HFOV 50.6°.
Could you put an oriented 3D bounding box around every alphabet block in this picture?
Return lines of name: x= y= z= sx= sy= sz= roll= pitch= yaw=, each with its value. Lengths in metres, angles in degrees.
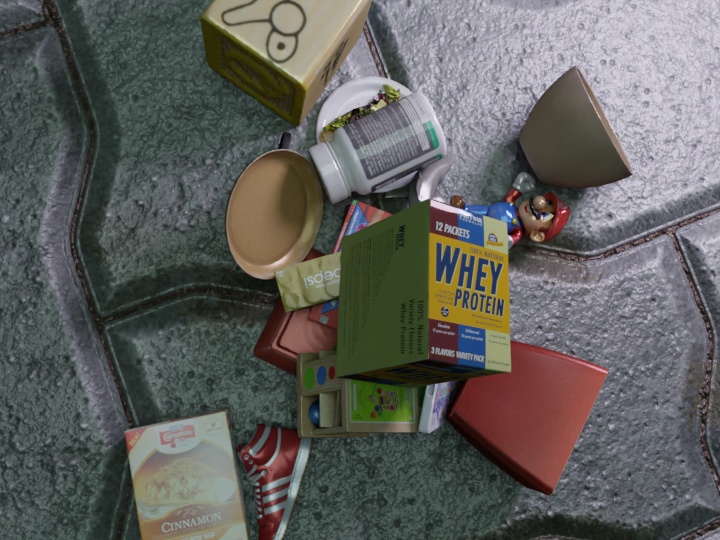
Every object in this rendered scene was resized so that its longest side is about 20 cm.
alphabet block: x=-0.116 y=-0.383 z=1.200 sx=0.195 sy=0.196 sz=0.201 roll=34 pitch=80 yaw=-1

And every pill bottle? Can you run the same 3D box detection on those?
pill bottle: x=0.025 y=-0.189 z=1.197 sx=0.199 sy=0.113 sz=0.114 roll=-25 pitch=87 yaw=-3

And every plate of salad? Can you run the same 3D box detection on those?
plate of salad: x=0.025 y=-0.231 z=1.275 sx=0.198 sy=0.048 sz=0.202 roll=1 pitch=82 yaw=-7

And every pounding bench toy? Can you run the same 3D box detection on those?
pounding bench toy: x=-0.012 y=0.142 z=1.128 sx=0.123 sy=0.156 sz=0.202 roll=7 pitch=74 yaw=-33

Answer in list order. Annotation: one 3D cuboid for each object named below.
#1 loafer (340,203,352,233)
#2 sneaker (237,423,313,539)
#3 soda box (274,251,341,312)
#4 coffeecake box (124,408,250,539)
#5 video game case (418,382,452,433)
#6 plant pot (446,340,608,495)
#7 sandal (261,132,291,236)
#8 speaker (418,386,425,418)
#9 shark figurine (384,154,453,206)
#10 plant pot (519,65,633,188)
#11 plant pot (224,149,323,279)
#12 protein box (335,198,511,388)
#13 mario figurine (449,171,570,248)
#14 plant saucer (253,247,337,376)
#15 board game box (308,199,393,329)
loafer: x=0.052 y=-0.036 z=1.249 sx=0.199 sy=0.073 sz=0.071 roll=28 pitch=90 yaw=2
sneaker: x=-0.152 y=0.336 z=1.168 sx=0.112 sy=0.071 sz=0.202 roll=19 pitch=73 yaw=-9
soda box: x=-0.027 y=0.006 z=1.161 sx=0.198 sy=0.064 sz=0.068 roll=-16 pitch=88 yaw=1
coffeecake box: x=-0.260 y=0.325 z=1.154 sx=0.152 sy=0.073 sz=0.202 roll=-11 pitch=84 yaw=-8
video game case: x=0.124 y=0.133 z=1.129 sx=0.018 sy=0.143 sz=0.202 roll=10 pitch=88 yaw=16
plant pot: x=0.241 y=0.208 z=1.185 sx=0.175 sy=0.200 sz=0.201 roll=28 pitch=80 yaw=7
sandal: x=-0.132 y=-0.126 z=1.230 sx=0.045 sy=0.075 sz=0.202 roll=18 pitch=78 yaw=-14
speaker: x=0.100 y=0.136 z=1.221 sx=0.088 sy=0.088 sz=0.202 roll=18 pitch=81 yaw=-5
shark figurine: x=0.109 y=-0.108 z=1.206 sx=0.127 sy=0.090 sz=0.216 roll=-9 pitch=55 yaw=-2
plant pot: x=0.344 y=-0.215 z=1.260 sx=0.134 sy=0.200 sz=0.202 roll=-29 pitch=87 yaw=23
plant pot: x=-0.135 y=-0.087 z=1.171 sx=0.027 sy=0.200 sz=0.201 roll=17 pitch=77 yaw=39
protein box: x=0.078 y=0.040 z=0.996 sx=0.134 sy=0.199 sz=0.201 roll=12 pitch=71 yaw=-32
mario figurine: x=0.250 y=-0.099 z=1.258 sx=0.198 sy=0.106 sz=0.125 roll=-5 pitch=96 yaw=-5
plant saucer: x=-0.044 y=0.088 z=1.232 sx=0.198 sy=0.037 sz=0.201 roll=26 pitch=81 yaw=-4
board game box: x=0.000 y=0.000 z=1.203 sx=0.102 sy=0.019 sz=0.202 roll=20 pitch=89 yaw=0
